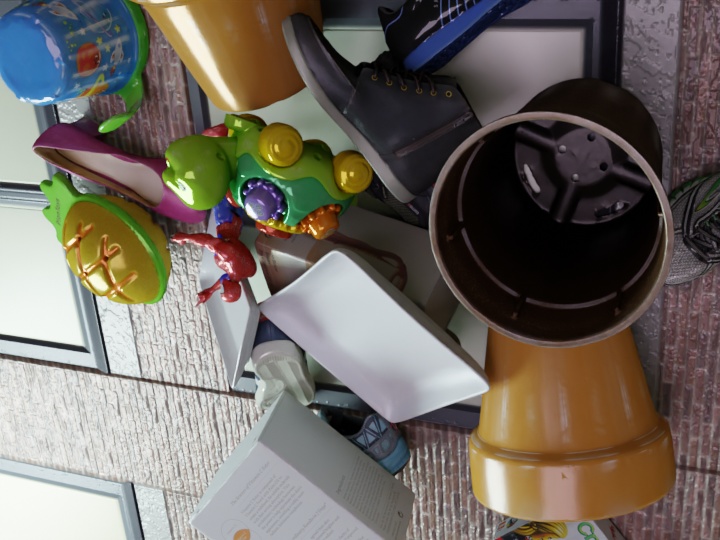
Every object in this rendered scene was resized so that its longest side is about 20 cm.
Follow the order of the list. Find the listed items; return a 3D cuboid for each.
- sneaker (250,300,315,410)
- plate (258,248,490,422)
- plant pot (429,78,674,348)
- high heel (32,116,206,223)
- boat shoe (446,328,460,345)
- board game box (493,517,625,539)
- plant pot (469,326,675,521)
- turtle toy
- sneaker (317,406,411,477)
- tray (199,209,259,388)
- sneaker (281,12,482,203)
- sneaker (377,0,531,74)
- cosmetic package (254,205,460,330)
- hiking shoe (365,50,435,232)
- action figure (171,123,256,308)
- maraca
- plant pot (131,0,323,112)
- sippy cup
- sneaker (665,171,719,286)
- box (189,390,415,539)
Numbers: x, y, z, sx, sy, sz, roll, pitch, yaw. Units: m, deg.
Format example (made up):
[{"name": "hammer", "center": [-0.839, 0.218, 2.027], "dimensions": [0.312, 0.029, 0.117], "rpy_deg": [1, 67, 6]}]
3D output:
[{"name": "sneaker", "center": [-0.092, 0.098, 1.123], "dimensions": [0.073, 0.086, 0.201], "rpy_deg": [-6, 153, -7]}, {"name": "plate", "center": [0.013, 0.065, 0.964], "dimensions": [0.199, 0.033, 0.199], "rpy_deg": [42, 149, -10]}, {"name": "plant pot", "center": [0.183, -0.071, 0.855], "dimensions": [0.196, 0.199, 0.204], "rpy_deg": [10, 119, 19]}, {"name": "high heel", "center": [-0.271, -0.104, 1.099], "dimensions": [0.199, 0.096, 0.068], "rpy_deg": [39, 123, 2]}, {"name": "boat shoe", "center": [0.020, 0.069, 1.074], "dimensions": [0.197, 0.066, 0.075], "rpy_deg": [23, 125, 27]}, {"name": "board game box", "center": [0.263, 0.353, 1.125], "dimensions": [0.126, 0.035, 0.201], "rpy_deg": [-36, 97, 33]}, {"name": "plant pot", "center": [0.197, 0.117, 0.949], "dimensions": [0.196, 0.199, 0.188], "rpy_deg": [-5, 97, 25]}, {"name": "turtle toy", "center": [-0.089, -0.089, 0.923], "dimensions": [0.197, 0.145, 0.103], "rpy_deg": [17, 95, -25]}, {"name": "sneaker", "center": [-0.039, 0.208, 1.172], "dimensions": [0.196, 0.079, 0.097], "rpy_deg": [-16, 102, 19]}, {"name": "tray", "center": [-0.145, 0.024, 1.079], "dimensions": [0.022, 0.201, 0.109], "rpy_deg": [1, 125, -22]}, {"name": "sneaker", "center": [0.022, -0.168, 0.869], "dimensions": [0.105, 0.075, 0.201], "rpy_deg": [-35, 113, 16]}, {"name": "sneaker", "center": [0.101, -0.259, 0.875], "dimensions": [0.198, 0.070, 0.079], "rpy_deg": [-34, 82, 22]}, {"name": "cosmetic package", "center": [0.000, 0.000, 1.006], "dimensions": [0.197, 0.088, 0.104], "rpy_deg": [18, 147, 22]}, {"name": "hiking shoe", "center": [0.037, -0.114, 0.971], "dimensions": [0.099, 0.076, 0.203], "rpy_deg": [-12, 110, 24]}, {"name": "action figure", "center": [-0.158, -0.046, 1.019], "dimensions": [0.098, 0.203, 0.065], "rpy_deg": [-24, 144, 20]}, {"name": "maraca", "center": [-0.303, -0.036, 1.143], "dimensions": [0.198, 0.107, 0.139], "rpy_deg": [33, 136, 15]}, {"name": "plant pot", "center": [-0.117, -0.261, 0.912], "dimensions": [0.196, 0.202, 0.185], "rpy_deg": [-2, 130, 24]}, {"name": "sippy cup", "center": [-0.315, -0.240, 1.033], "dimensions": [0.175, 0.130, 0.142], "rpy_deg": [25, 122, 11]}, {"name": "sneaker", "center": [0.330, -0.055, 0.865], "dimensions": [0.078, 0.085, 0.201], "rpy_deg": [40, 124, 0]}, {"name": "box", "center": [-0.063, 0.268, 1.095], "dimensions": [0.199, 0.107, 0.153], "rpy_deg": [39, 116, -5]}]
